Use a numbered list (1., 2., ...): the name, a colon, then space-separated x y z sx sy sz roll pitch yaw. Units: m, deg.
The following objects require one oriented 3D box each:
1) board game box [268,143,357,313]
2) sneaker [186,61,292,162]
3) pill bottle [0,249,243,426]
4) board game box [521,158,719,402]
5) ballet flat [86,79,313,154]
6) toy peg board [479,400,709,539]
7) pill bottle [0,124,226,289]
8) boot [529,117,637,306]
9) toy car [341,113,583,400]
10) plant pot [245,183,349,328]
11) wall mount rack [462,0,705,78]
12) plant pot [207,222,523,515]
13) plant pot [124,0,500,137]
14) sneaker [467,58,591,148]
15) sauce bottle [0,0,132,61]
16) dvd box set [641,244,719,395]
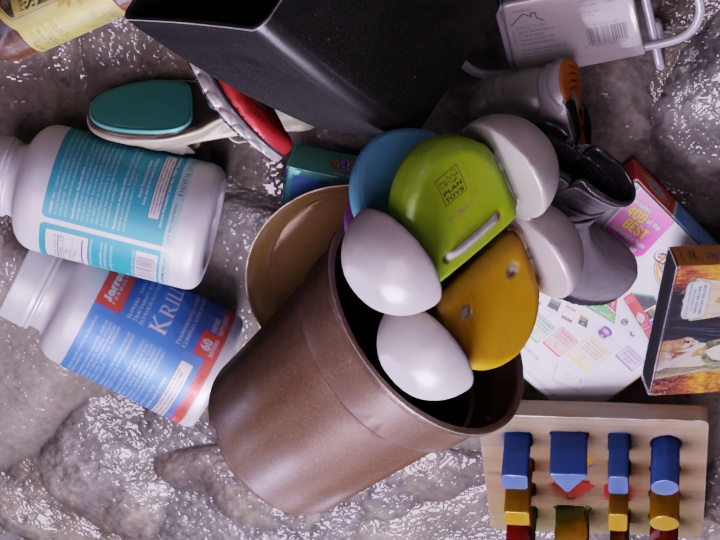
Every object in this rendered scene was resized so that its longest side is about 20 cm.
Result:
1. board game box: 0.000 0.000 1.556 0.151 0.045 0.201 12 123 2
2. sneaker: -0.099 -0.183 1.433 0.085 0.077 0.201 -28 90 4
3. pill bottle: -0.215 0.048 1.604 0.199 0.112 0.112 27 122 -9
4. board game box: 0.209 0.022 1.545 0.200 0.040 0.153 -39 111 23
5. ballet flat: -0.129 -0.127 1.514 0.199 0.070 0.070 -8 120 13
6. toy peg board: 0.207 0.212 1.606 0.199 0.098 0.200 0 143 9
7. pill bottle: -0.221 -0.059 1.539 0.199 0.111 0.111 15 123 0
8. boot: 0.170 -0.040 1.403 0.199 0.070 0.131 24 151 -28
9. toy car: 0.055 -0.022 1.316 0.150 0.175 0.200 31 153 43
10. plant pot: 0.002 0.010 1.519 0.199 0.028 0.201 4 122 7
11. wall mount rack: 0.161 -0.228 1.397 0.199 0.075 0.174 -9 123 15
12. plant pot: -0.009 0.088 1.450 0.200 0.201 0.198 40 126 -16
13. plant pot: -0.017 -0.207 1.342 0.177 0.200 0.199 41 164 -34
14. sneaker: 0.135 -0.106 1.441 0.091 0.076 0.200 -1 154 13
15. sauce bottle: -0.268 -0.210 1.479 0.199 0.066 0.066 -21 116 19
16. dvd box set: 0.345 0.040 1.514 0.199 0.029 0.147 -2 130 -9
